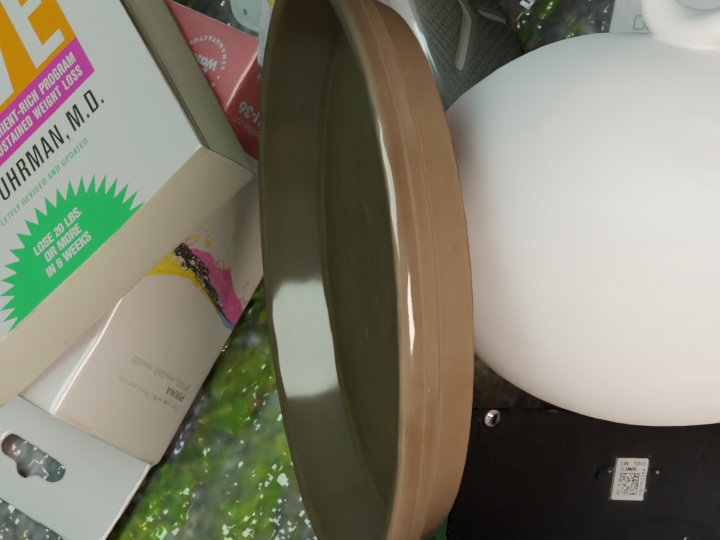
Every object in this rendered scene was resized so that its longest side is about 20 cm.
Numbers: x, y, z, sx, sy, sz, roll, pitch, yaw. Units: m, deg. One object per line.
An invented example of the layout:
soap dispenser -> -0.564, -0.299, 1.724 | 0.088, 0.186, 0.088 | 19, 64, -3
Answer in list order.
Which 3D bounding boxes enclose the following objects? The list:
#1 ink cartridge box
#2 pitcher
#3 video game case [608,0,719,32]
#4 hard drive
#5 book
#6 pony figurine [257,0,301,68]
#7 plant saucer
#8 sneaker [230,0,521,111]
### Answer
ink cartridge box -> -0.105, -0.006, 1.024 | 0.116, 0.067, 0.200 | 26, 85, 40
pitcher -> 0.115, -0.033, 0.801 | 0.200, 0.121, 0.172 | 10, 102, 43
video game case -> 0.173, -0.082, 0.891 | 0.199, 0.024, 0.183 | 1, 71, 35
hard drive -> 0.077, 0.115, 0.861 | 0.199, 0.038, 0.140 | -2, 69, 34
book -> -0.131, -0.065, 1.002 | 0.134, 0.048, 0.200 | -42, 53, 16
pony figurine -> -0.021, -0.188, 0.902 | 0.193, 0.166, 0.200 | -41, 76, 39
plant saucer -> 0.000, 0.000, 0.851 | 0.029, 0.200, 0.201 | -5, 58, -14
sneaker -> -0.001, -0.103, 1.001 | 0.080, 0.070, 0.201 | -44, 44, 17
